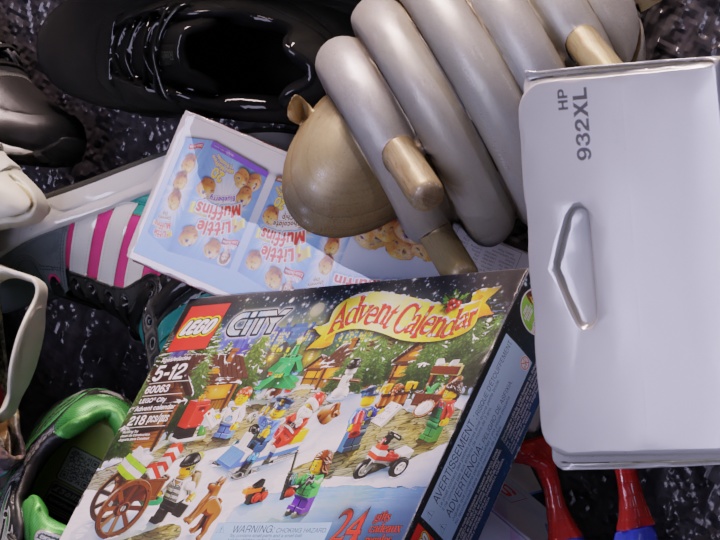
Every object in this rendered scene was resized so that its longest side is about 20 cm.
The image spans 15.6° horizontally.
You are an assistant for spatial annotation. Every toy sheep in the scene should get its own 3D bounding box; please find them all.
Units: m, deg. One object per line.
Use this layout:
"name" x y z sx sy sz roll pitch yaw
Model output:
"toy sheep" 0.056 -0.075 1.103 0.199 0.138 0.139 -28 77 -4

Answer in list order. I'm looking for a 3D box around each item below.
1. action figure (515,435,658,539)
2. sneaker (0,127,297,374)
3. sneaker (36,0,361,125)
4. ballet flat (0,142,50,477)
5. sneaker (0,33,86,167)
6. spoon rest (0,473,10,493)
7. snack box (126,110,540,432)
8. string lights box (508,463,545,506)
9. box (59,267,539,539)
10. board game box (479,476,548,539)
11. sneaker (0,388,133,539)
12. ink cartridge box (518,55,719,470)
"action figure" 0.089 0.166 1.014 0.065 0.099 0.202 -13 89 29
"sneaker" -0.100 0.019 1.243 0.199 0.083 0.122 -20 74 31
"sneaker" -0.077 -0.104 1.210 0.199 0.091 0.077 4 97 33
"ballet flat" -0.178 -0.001 1.214 0.071 0.069 0.202 -6 83 19
"sneaker" -0.213 -0.116 1.307 0.199 0.076 0.088 25 101 28
"spoon rest" -0.142 0.168 1.302 0.200 0.060 0.100 38 112 38
"snack box" 0.000 0.000 1.161 0.199 0.024 0.072 23 91 8
"string lights box" 0.061 0.183 1.165 0.102 0.059 0.201 -32 77 29
"box" -0.021 0.069 1.075 0.199 0.038 0.137 -6 47 43
"board game box" 0.029 0.187 1.124 0.200 0.041 0.200 39 110 22
"sneaker" -0.155 0.144 1.207 0.078 0.085 0.201 19 77 -3
"ink cartridge box" 0.147 -0.008 1.011 0.083 0.200 0.146 -4 92 32
